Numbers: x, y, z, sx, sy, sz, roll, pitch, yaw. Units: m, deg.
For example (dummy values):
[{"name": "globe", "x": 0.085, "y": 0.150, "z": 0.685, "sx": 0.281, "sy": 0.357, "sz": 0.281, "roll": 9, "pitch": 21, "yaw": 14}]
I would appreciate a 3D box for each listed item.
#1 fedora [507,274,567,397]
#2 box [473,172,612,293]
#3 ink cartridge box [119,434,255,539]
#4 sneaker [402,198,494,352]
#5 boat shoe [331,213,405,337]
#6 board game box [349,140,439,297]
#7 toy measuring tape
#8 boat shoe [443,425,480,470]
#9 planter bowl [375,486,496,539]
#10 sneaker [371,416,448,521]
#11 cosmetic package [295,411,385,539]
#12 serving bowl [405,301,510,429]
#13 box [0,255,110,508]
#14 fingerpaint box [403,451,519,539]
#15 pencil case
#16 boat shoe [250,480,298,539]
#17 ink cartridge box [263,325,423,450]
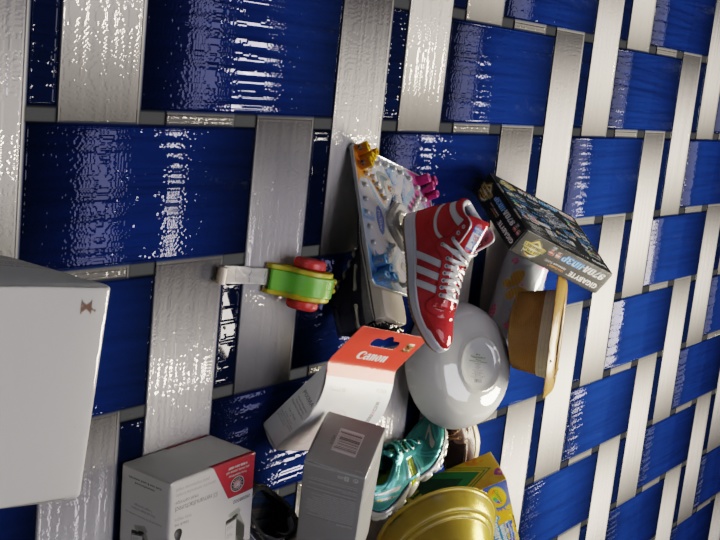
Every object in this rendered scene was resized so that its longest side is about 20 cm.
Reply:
[{"name": "fedora", "x": 0.276, "y": 0.097, "z": 1.744, "sx": 0.201, "sy": 0.082, "sz": 0.201, "roll": 7, "pitch": 90, "yaw": -77}, {"name": "box", "x": 0.286, "y": -0.059, "z": 1.736, "sx": 0.200, "sy": 0.159, "sz": 0.046, "roll": 23, "pitch": 117, "yaw": -33}, {"name": "ink cartridge box", "x": -0.204, "y": 0.313, "z": 1.304, "sx": 0.147, "sy": 0.083, "sz": 0.200, "roll": -12, "pitch": 110, "yaw": -52}, {"name": "sneaker", "x": 0.121, "y": 0.000, "z": 1.437, "sx": 0.071, "sy": 0.112, "sz": 0.200, "roll": 23, "pitch": 53, "yaw": -53}, {"name": "boat shoe", "x": 0.000, "y": 0.000, "z": 1.500, "sx": 0.075, "sy": 0.093, "sz": 0.200, "roll": 27, "pitch": 51, "yaw": -49}, {"name": "board game box", "x": 0.063, "y": -0.061, "z": 1.516, "sx": 0.200, "sy": 0.026, "sz": 0.200, "roll": 18, "pitch": 58, "yaw": -54}, {"name": "toy measuring tape", "x": -0.090, "y": 0.015, "z": 1.373, "sx": 0.200, "sy": 0.074, "sz": 0.074, "roll": 6, "pitch": 96, "yaw": -54}, {"name": "boat shoe", "x": 0.144, "y": 0.240, "z": 1.765, "sx": 0.072, "sy": 0.072, "sz": 0.200, "roll": -8, "pitch": 103, "yaw": -49}, {"name": "planter bowl", "x": 0.128, "y": 0.422, "z": 1.660, "sx": 0.200, "sy": 0.083, "sz": 0.201, "roll": -12, "pitch": 130, "yaw": -15}, {"name": "sneaker", "x": 0.064, "y": 0.287, "z": 1.671, "sx": 0.200, "sy": 0.077, "sz": 0.080, "roll": -47, "pitch": 126, "yaw": -35}, {"name": "cosmetic package", "x": -0.029, "y": 0.295, "z": 1.425, "sx": 0.107, "sy": 0.090, "sz": 0.200, "roll": -62, "pitch": 166, "yaw": -57}, {"name": "serving bowl", "x": 0.163, "y": 0.145, "z": 1.705, "sx": 0.200, "sy": 0.066, "sz": 0.200, "roll": 4, "pitch": 83, "yaw": -38}, {"name": "box", "x": -0.353, "y": 0.091, "z": 0.954, "sx": 0.200, "sy": 0.171, "sz": 0.199, "roll": 3, "pitch": 99, "yaw": -54}, {"name": "fingerpaint box", "x": 0.161, "y": 0.408, "z": 1.772, "sx": 0.167, "sy": 0.073, "sz": 0.200, "roll": -21, "pitch": 125, "yaw": -6}, {"name": "pencil case", "x": 0.265, "y": 0.032, "z": 1.849, "sx": 0.091, "sy": 0.083, "sz": 0.200, "roll": 26, "pitch": 80, "yaw": -72}, {"name": "boat shoe", "x": -0.113, "y": 0.324, "z": 1.445, "sx": 0.070, "sy": 0.066, "sz": 0.200, "roll": -57, "pitch": 140, "yaw": -25}, {"name": "ink cartridge box", "x": -0.010, "y": 0.162, "z": 1.461, "sx": 0.200, "sy": 0.057, "sz": 0.162, "roll": -41, "pitch": 151, "yaw": 22}]
